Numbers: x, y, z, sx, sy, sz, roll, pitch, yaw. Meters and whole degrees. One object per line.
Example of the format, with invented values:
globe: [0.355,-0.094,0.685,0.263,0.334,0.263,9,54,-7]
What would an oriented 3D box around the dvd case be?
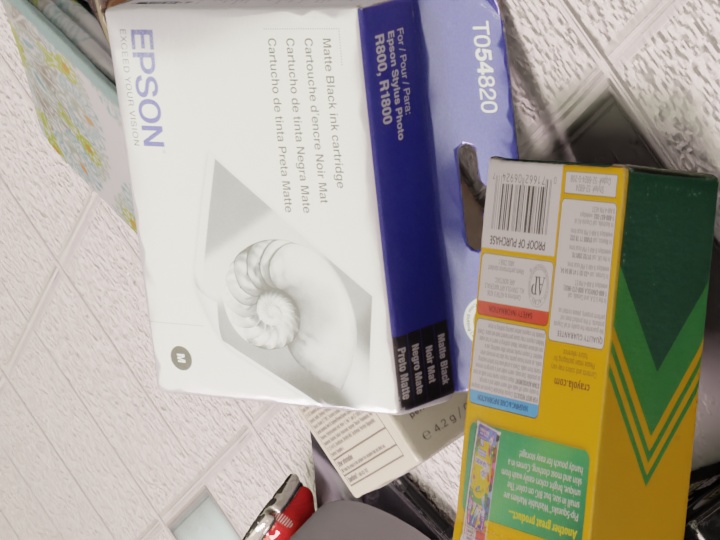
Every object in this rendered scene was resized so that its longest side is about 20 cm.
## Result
dvd case: [0.018,0.179,1.792,0.149,0.016,0.201,45,158,30]

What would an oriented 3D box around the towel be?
towel: [-0.150,-0.097,1.727,0.200,0.048,0.172,44,160,33]

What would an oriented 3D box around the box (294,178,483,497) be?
box: [0.000,0.000,1.416,0.201,0.109,0.128,57,160,2]

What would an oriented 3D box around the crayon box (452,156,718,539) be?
crayon box: [0.096,0.054,1.205,0.126,0.051,0.201,-171,87,-65]

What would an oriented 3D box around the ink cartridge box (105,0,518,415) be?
ink cartridge box: [-0.019,-0.032,1.296,0.199,0.041,0.201,2,108,30]

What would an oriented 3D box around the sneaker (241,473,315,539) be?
sneaker: [-0.035,0.209,1.869,0.085,0.077,0.200,28,152,19]

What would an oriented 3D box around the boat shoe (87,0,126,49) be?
boat shoe: [-0.128,-0.182,1.519,0.073,0.074,0.201,-154,44,-73]

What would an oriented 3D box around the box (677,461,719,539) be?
box: [0.191,0.172,1.260,0.164,0.086,0.200,56,161,1]

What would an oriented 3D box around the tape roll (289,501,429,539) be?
tape roll: [0.024,0.242,1.727,0.200,0.066,0.201,35,151,22]
